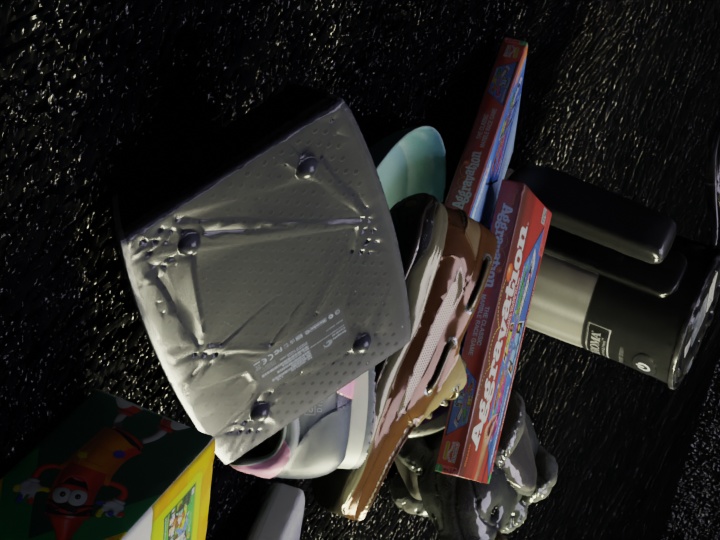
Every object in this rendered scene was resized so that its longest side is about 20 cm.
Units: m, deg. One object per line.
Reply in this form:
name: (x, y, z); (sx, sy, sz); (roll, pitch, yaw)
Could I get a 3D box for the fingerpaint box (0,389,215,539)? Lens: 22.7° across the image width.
fingerpaint box: (-0.146, 0.185, 0.843); (0.167, 0.073, 0.200); (-48, 152, -50)

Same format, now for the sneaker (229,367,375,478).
sneaker: (-0.038, 0.026, 0.995); (0.082, 0.070, 0.201); (-9, 109, -24)

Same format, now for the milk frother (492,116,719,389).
milk frother: (0.201, -0.042, 1.410); (0.200, 0.188, 0.181); (-54, 158, -39)

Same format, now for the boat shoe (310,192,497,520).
boat shoe: (0.031, 0.057, 1.083); (0.076, 0.074, 0.200); (32, -76, 66)

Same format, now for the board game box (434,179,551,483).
board game box: (0.093, 0.045, 1.237); (0.103, 0.019, 0.200); (29, 74, -70)

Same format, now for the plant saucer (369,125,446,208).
plant saucer: (0.000, 0.000, 1.134); (0.200, 0.027, 0.200); (-55, 157, -37)

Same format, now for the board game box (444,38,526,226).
board game box: (0.080, -0.059, 1.226); (0.103, 0.019, 0.200); (96, 11, -45)

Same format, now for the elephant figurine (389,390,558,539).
elephant figurine: (0.083, 0.150, 1.357); (0.142, 0.155, 0.200); (-47, 172, 5)

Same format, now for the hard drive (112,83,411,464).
hard drive: (-0.047, 0.003, 0.880); (0.135, 0.042, 0.200); (-34, 145, -12)

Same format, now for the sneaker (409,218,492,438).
sneaker: (0.047, 0.034, 1.272); (0.200, 0.080, 0.084); (-63, 146, -38)

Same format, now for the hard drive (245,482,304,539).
hard drive: (-0.081, 0.246, 1.109); (0.200, 0.026, 0.132); (-66, 169, -49)
